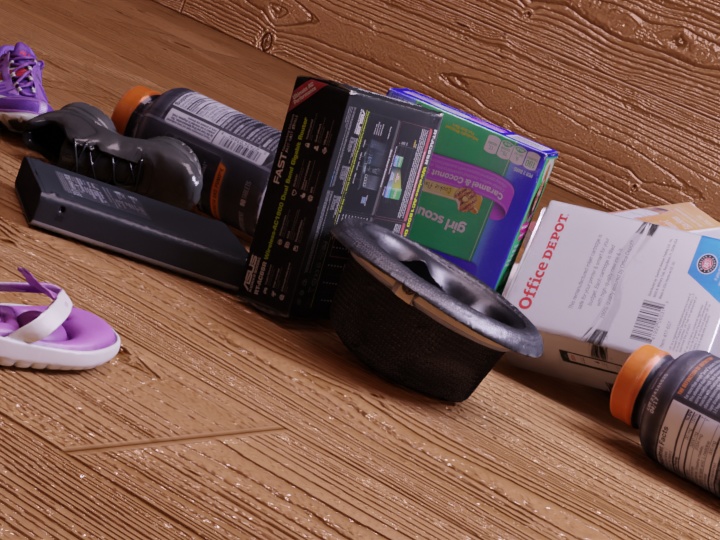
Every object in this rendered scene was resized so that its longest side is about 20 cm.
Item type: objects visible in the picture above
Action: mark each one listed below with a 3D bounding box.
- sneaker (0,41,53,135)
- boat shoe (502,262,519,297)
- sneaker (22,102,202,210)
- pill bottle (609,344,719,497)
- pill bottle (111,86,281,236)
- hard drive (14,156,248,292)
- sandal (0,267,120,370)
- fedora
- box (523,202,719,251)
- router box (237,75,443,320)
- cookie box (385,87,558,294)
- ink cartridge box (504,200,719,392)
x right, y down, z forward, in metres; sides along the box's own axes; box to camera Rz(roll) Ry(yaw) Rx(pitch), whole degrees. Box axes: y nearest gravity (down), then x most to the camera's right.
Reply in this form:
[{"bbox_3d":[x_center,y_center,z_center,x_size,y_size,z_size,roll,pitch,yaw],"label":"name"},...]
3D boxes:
[{"bbox_3d":[-0.359,-0.191,1.897,0.080,0.084,0.200,16,12,-28],"label":"sneaker"},{"bbox_3d":[0.161,0.042,1.873,0.198,0.093,0.075,-6,43,-10],"label":"boat shoe"},{"bbox_3d":[-0.241,-0.102,1.757,0.199,0.077,0.091,21,18,27],"label":"sneaker"},{"bbox_3d":[0.310,0.135,1.549,0.199,0.107,0.106,29,11,31],"label":"pill bottle"},{"bbox_3d":[-0.154,-0.115,1.830,0.199,0.107,0.106,25,10,20],"label":"pill bottle"},{"bbox_3d":[-0.195,-0.040,1.587,0.198,0.033,0.140,19,10,-20],"label":"hard drive"},{"bbox_3d":[-0.213,0.025,1.135,0.082,0.050,0.202,27,11,27],"label":"sandal"},{"bbox_3d":[0.047,0.042,1.496,0.199,0.092,0.201,30,11,-6],"label":"fedora"},{"bbox_3d":[0.292,0.000,2.020,0.198,0.107,0.152,-7,14,-5],"label":"box"},{"bbox_3d":[-0.016,-0.057,1.574,0.062,0.202,0.149,20,7,34],"label":"router box"},{"bbox_3d":[0.073,-0.050,1.750,0.170,0.202,0.075,23,11,14],"label":"cookie box"},{"bbox_3d":[0.247,0.033,1.707,0.198,0.147,0.085,14,-31,22],"label":"ink cartridge box"}]
